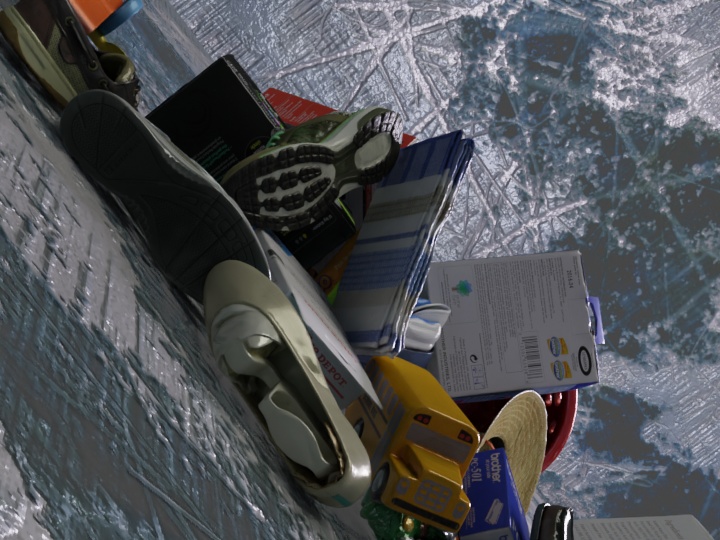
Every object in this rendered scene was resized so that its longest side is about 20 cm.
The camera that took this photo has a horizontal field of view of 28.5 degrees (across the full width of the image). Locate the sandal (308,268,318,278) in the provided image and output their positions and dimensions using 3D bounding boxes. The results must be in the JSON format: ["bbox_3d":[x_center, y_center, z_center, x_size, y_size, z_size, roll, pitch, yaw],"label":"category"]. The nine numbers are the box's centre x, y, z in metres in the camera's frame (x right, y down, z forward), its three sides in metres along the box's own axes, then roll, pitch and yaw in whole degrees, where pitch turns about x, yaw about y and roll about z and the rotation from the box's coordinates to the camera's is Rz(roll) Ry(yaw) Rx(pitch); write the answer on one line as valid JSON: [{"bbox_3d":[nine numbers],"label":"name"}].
[{"bbox_3d":[-0.057,0.030,1.452,0.200,0.055,0.082,53,2,37],"label":"sandal"}]

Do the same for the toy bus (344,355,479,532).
[{"bbox_3d":[0.040,0.131,1.101,0.065,0.079,0.200,25,6,-14],"label":"toy bus"}]

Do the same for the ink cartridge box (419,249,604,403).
[{"bbox_3d":[0.155,0.057,1.408,0.076,0.199,0.137,141,-57,-75],"label":"ink cartridge box"}]

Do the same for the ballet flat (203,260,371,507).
[{"bbox_3d":[-0.059,0.075,0.983,0.200,0.069,0.069,55,4,16],"label":"ballet flat"}]

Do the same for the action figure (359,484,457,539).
[{"bbox_3d":[0.048,0.213,1.154,0.118,0.055,0.200,59,10,29],"label":"action figure"}]

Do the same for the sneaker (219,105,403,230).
[{"bbox_3d":[-0.055,-0.092,1.212,0.088,0.200,0.077,20,-58,38],"label":"sneaker"}]

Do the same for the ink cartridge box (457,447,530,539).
[{"bbox_3d":[0.124,0.253,1.170,0.094,0.044,0.201,-87,161,-56],"label":"ink cartridge box"}]

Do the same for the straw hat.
[{"bbox_3d":[0.100,0.197,1.375,0.085,0.202,0.201,16,-17,28],"label":"straw hat"}]

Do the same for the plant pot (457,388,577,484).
[{"bbox_3d":[0.112,0.135,1.527,0.201,0.200,0.182,53,-12,-2],"label":"plant pot"}]

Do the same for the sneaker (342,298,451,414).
[{"bbox_3d":[0.041,0.100,1.327,0.200,0.146,0.081,51,5,-35],"label":"sneaker"}]

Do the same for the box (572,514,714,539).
[{"bbox_3d":[0.245,0.336,1.184,0.200,0.130,0.200,-112,-159,-75],"label":"box"}]

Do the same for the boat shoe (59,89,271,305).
[{"bbox_3d":[-0.140,-0.053,1.054,0.202,0.074,0.065,46,9,-9],"label":"boat shoe"}]

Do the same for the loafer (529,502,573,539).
[{"bbox_3d":[0.164,0.281,1.098,0.072,0.063,0.201,39,50,-60],"label":"loafer"}]

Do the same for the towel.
[{"bbox_3d":[0.029,-0.019,1.213,0.024,0.201,0.147,25,-13,-21],"label":"towel"}]

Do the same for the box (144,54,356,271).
[{"bbox_3d":[-0.111,-0.086,1.331,0.200,0.124,0.149,52,4,-9],"label":"box"}]

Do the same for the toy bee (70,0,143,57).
[{"bbox_3d":[-0.249,-0.235,1.303,0.131,0.108,0.200,62,29,2],"label":"toy bee"}]

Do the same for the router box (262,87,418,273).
[{"bbox_3d":[-0.029,-0.070,1.458,0.179,0.049,0.201,22,-45,25],"label":"router box"}]

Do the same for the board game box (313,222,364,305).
[{"bbox_3d":[0.000,0.000,1.328,0.030,0.200,0.096,44,0,21],"label":"board game box"}]

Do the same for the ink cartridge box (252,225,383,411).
[{"bbox_3d":[-0.060,0.048,1.143,0.116,0.068,0.200,50,4,-30],"label":"ink cartridge box"}]

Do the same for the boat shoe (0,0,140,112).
[{"bbox_3d":[-0.203,-0.142,1.115,0.073,0.065,0.200,55,2,41],"label":"boat shoe"}]
